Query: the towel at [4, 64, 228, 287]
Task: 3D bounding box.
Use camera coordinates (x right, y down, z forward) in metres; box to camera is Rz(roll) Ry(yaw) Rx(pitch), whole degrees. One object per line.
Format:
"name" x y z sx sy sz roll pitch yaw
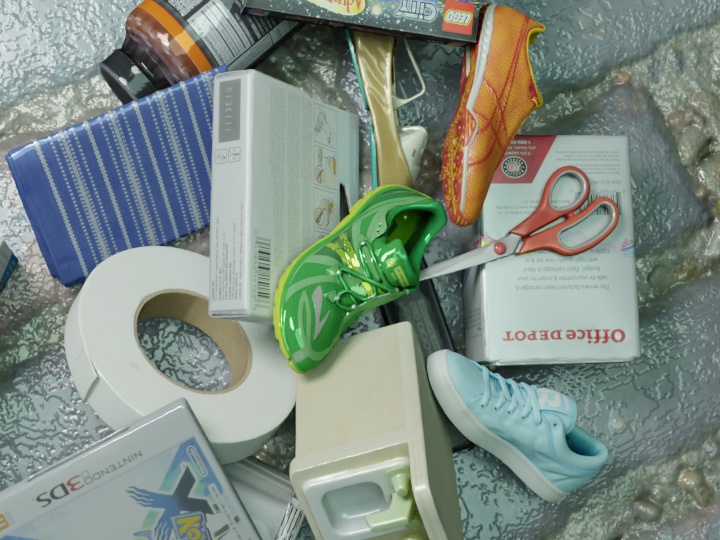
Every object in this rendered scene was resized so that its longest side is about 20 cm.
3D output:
"towel" -0.188 -0.079 1.152 0.198 0.024 0.146 -24 130 -13

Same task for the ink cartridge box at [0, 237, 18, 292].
"ink cartridge box" -0.388 0.038 1.081 0.144 0.147 0.201 29 80 -6

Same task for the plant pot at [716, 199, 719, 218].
"plant pot" 0.418 -0.007 1.223 0.199 0.201 0.186 -21 76 -12

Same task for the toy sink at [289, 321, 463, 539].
"toy sink" 0.012 0.162 1.086 0.111 0.201 0.131 -16 126 8

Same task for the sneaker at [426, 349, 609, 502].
"sneaker" 0.140 0.119 1.171 0.082 0.074 0.200 -36 124 22

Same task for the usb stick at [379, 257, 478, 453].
"usb stick" 0.057 0.068 1.216 0.055 0.033 0.202 -19 87 -3

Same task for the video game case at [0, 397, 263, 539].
"video game case" -0.169 0.224 1.041 0.181 0.022 0.201 -27 105 -1

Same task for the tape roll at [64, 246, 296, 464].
"tape roll" -0.144 0.067 1.116 0.201 0.037 0.204 21 41 -20

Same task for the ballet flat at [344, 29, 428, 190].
"ballet flat" 0.030 -0.138 1.203 0.062 0.069 0.202 -10 95 5

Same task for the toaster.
"toaster" -0.127 0.217 1.127 0.128 0.114 0.202 26 79 -10

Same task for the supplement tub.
"supplement tub" -0.130 -0.213 1.176 0.200 0.107 0.107 -41 92 -11

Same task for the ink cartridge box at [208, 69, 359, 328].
"ink cartridge box" -0.061 -0.054 1.161 0.043 0.173 0.203 -3 82 29

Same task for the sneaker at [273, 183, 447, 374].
"sneaker" 0.000 0.000 1.118 0.200 0.083 0.074 -52 125 -27

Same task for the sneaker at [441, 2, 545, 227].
"sneaker" 0.116 -0.131 1.149 0.076 0.073 0.202 17 78 -9

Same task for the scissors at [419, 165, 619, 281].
"scissors" 0.133 -0.017 1.163 0.199 0.014 0.074 -34 90 -13

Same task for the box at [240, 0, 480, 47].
"box" 0.006 -0.270 1.130 0.198 0.038 0.138 6 90 -11

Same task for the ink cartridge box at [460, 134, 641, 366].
"ink cartridge box" 0.166 -0.015 1.218 0.144 0.083 0.203 0 83 -10
